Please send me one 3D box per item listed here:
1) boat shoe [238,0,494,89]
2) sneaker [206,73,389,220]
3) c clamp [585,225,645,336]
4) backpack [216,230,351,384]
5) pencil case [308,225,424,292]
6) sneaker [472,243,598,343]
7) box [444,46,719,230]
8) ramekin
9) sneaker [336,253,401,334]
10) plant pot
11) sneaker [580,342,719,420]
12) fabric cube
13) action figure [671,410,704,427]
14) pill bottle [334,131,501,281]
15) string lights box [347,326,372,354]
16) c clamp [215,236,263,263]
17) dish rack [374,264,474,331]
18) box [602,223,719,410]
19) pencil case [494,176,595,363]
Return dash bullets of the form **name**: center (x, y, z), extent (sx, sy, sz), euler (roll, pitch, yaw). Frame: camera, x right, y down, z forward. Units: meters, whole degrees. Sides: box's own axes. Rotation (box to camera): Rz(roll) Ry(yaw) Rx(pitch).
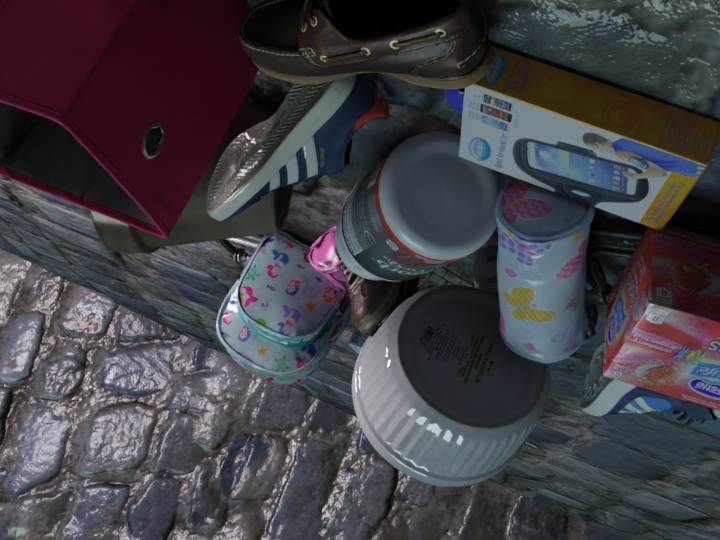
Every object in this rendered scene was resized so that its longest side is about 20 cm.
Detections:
- **boat shoe**: center (-0.006, -0.175, 0.592), extent (0.200, 0.071, 0.070), euler (8, 165, 26)
- **sneaker**: center (-0.055, -0.101, 0.754), extent (0.084, 0.075, 0.200), euler (26, 129, -39)
- **c clamp**: center (0.276, 0.015, 0.801), extent (0.200, 0.027, 0.171), euler (7, 143, 48)
- **backpack**: center (-0.109, 0.058, 1.218), extent (0.177, 0.200, 0.151), euler (30, 167, 8)
- **pencil case**: center (0.012, 0.013, 1.136), extent (0.094, 0.091, 0.200), euler (33, 172, 46)
- **sneaker**: center (0.205, 0.028, 0.944), extent (0.105, 0.076, 0.200), euler (-8, 147, 31)
- **box**: center (0.153, -0.101, 0.637), extent (0.200, 0.042, 0.119), euler (20, 163, 11)
- **ramekin**: center (0.098, 0.110, 0.864), extent (0.200, 0.200, 0.105), euler (25, 144, 1)
- **sneaker**: center (0.000, 0.000, 0.966), extent (0.075, 0.070, 0.200), euler (34, -155, -12)
- **plant pot**: center (-0.162, -0.108, 0.872), extent (0.173, 0.200, 0.200), euler (7, 162, 3)
- **sneaker**: center (0.312, 0.119, 0.831), extent (0.146, 0.081, 0.200), euler (18, 160, 4)
- **fabric cube**: center (-0.220, -0.176, 0.678), extent (0.200, 0.200, 0.196), euler (21, 163, 17)
- **action figure**: center (0.345, 0.119, 0.931), extent (0.200, 0.102, 0.119), euler (30, 175, -21)
- **pill bottle**: center (0.046, -0.052, 0.816), extent (0.116, 0.116, 0.200), euler (28, 164, -10)
- **string lights box**: center (0.092, 0.102, 1.253), extent (0.200, 0.103, 0.059), euler (17, 163, 30)
- **c clamp**: center (-0.158, -0.018, 1.391), extent (0.200, 0.027, 0.171), euler (19, 163, 22)
- **dish rack**: center (0.122, 0.066, 1.031), extent (0.200, 0.154, 0.055), euler (29, 127, -11)
- **box**: center (0.310, 0.051, 0.678), extent (0.200, 0.095, 0.103), euler (16, 138, 3)
- **pencil case**: center (0.168, 0.000, 0.763), extent (0.083, 0.091, 0.200), euler (21, 150, 26)
